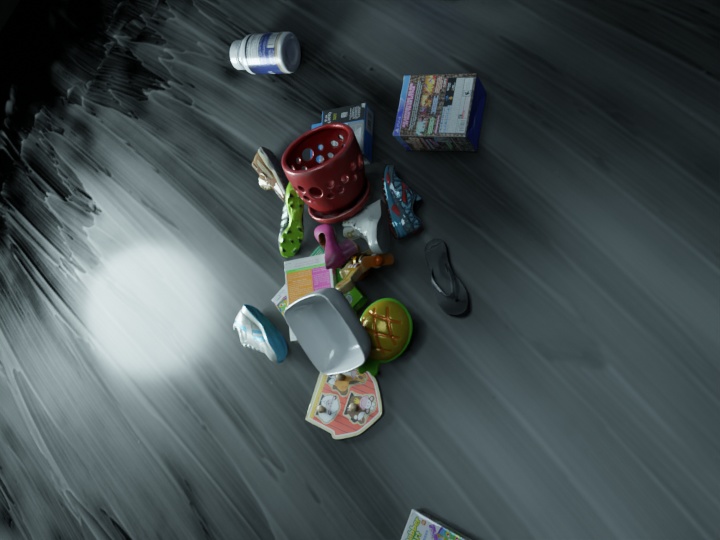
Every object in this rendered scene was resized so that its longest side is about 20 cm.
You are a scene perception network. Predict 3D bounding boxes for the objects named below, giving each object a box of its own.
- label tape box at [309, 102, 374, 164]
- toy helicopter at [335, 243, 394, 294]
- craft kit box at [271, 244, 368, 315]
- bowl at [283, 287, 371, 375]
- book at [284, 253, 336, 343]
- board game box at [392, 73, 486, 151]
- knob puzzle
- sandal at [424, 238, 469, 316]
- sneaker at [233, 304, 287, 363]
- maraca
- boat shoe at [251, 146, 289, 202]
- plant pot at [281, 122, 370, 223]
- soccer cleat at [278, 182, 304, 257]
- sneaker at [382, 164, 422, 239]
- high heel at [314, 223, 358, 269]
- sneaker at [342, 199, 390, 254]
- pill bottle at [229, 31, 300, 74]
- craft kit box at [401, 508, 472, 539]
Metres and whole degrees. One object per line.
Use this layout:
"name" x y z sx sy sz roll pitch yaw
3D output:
"label tape box" -0.064 -0.354 1.886 0.194 0.063 0.149 -5 74 25
"toy helicopter" 0.000 0.000 1.683 0.129 0.201 0.081 -15 111 30
"craft kit box" -0.107 0.076 1.805 0.201 0.048 0.198 -47 64 8
"bowl" -0.067 0.133 1.633 0.198 0.074 0.202 -24 103 50
"book" -0.120 0.069 1.765 0.130 0.048 0.206 -11 72 19
"board game box" 0.197 -0.390 1.743 0.195 0.096 0.165 7 79 28
"knob puzzle" -0.033 0.312 1.711 0.214 0.030 0.227 -7 73 25
"sandal" 0.196 0.018 1.666 0.075 0.043 0.204 -29 65 17
"sneaker" -0.263 0.180 1.844 0.200 0.076 0.082 45 107 35
"maraca" 0.044 0.158 1.672 0.201 0.106 0.138 -49 67 20
"boat shoe" -0.243 -0.254 1.950 0.072 0.075 0.202 -43 56 18
"plant pot" -0.074 -0.238 1.757 0.195 0.185 0.204 -18 39 15
"soccer cleat" -0.182 -0.136 1.869 0.082 0.065 0.206 -112 29 -63
"sneaker" 0.107 -0.176 1.759 0.092 0.080 0.206 -10 69 -1
"high heel" -0.090 -0.059 1.728 0.095 0.069 0.199 -30 25 -20
"sneaker" 0.010 -0.090 1.733 0.113 0.075 0.202 -21 30 16
"pill bottle" -0.280 -0.631 2.042 0.195 0.111 0.115 7 79 28
"craft kit box" 0.163 0.653 1.506 0.194 0.048 0.205 19 85 32
